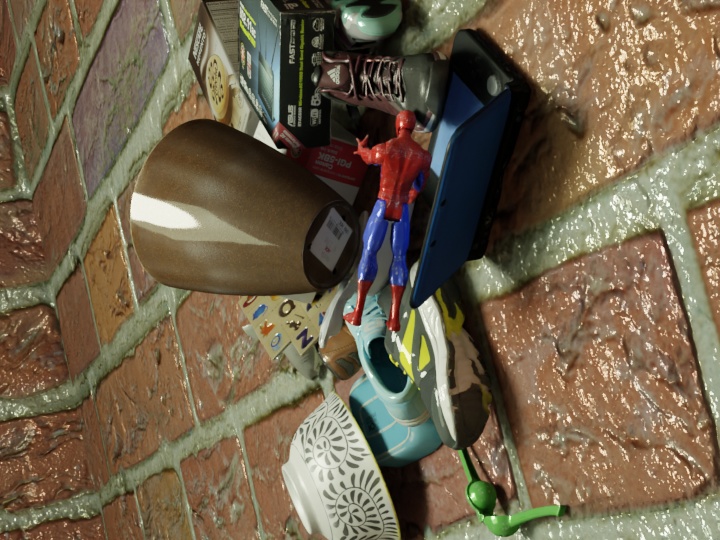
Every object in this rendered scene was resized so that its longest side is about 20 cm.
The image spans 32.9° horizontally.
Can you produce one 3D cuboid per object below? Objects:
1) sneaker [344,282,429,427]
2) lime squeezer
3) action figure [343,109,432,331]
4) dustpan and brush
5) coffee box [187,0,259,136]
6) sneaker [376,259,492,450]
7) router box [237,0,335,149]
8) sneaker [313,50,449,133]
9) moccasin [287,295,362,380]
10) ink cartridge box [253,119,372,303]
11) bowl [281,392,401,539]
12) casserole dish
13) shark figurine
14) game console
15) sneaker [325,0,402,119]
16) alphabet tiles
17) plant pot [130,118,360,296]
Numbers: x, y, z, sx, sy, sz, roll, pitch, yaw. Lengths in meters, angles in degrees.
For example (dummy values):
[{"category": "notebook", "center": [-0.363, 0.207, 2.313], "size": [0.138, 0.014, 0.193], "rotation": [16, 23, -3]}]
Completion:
[{"category": "sneaker", "center": [0.025, 0.068, 1.319], "size": [0.201, 0.074, 0.082], "rotation": [63, 180, 30]}, {"category": "lime squeezer", "center": [0.132, 0.223, 1.224], "size": [0.200, 0.037, 0.071], "rotation": [36, 130, 57]}, {"category": "action figure", "center": [0.023, -0.053, 1.153], "size": [0.099, 0.065, 0.202], "rotation": [-130, 49, -76]}, {"category": "dustpan and brush", "center": [0.000, 0.000, 1.288], "size": [0.140, 0.057, 0.201], "rotation": [129, 157, -57]}, {"category": "coffee box", "center": [-0.154, -0.251, 1.607], "size": [0.201, 0.079, 0.113], "rotation": [65, 152, 29]}, {"category": "sneaker", "center": [0.073, 0.090, 1.239], "size": [0.084, 0.074, 0.202], "rotation": [-28, 61, 36]}, {"category": "router box", "center": [-0.085, -0.240, 1.333], "size": [0.200, 0.062, 0.151], "rotation": [-123, 32, -56]}, {"category": "sneaker", "center": [0.013, -0.178, 1.181], "size": [0.200, 0.114, 0.076], "rotation": [-150, 68, -79]}, {"category": "moccasin", "center": [-0.037, 0.048, 1.469], "size": [0.074, 0.078, 0.202], "rotation": [49, -177, -31]}, {"category": "ink cartridge box", "center": [-0.083, -0.084, 1.438], "size": [0.147, 0.082, 0.201], "rotation": [41, 113, 52]}, {"category": "bowl", "center": [-0.035, 0.257, 1.461], "size": [0.201, 0.094, 0.202], "rotation": [157, 90, -78]}, {"category": "casserole dish", "center": [0.035, 0.163, 1.407], "size": [0.200, 0.038, 0.122], "rotation": [137, 120, -62]}, {"category": "shark figurine", "center": [-0.116, 0.044, 1.588], "size": [0.128, 0.089, 0.216], "rotation": [80, 170, -81]}, {"category": "game console", "center": [0.075, -0.098, 1.137], "size": [0.171, 0.117, 0.201], "rotation": [56, 145, 41]}, {"category": "sneaker", "center": [-0.007, -0.231, 1.321], "size": [0.200, 0.077, 0.141], "rotation": [-132, 38, -64]}, {"category": "alphabet tiles", "center": [-0.071, 0.014, 1.475], "size": [0.167, 0.006, 0.200], "rotation": [-47, 38, 7]}, {"category": "plant pot", "center": [-0.105, -0.050, 1.271], "size": [0.199, 0.186, 0.189], "rotation": [16, 116, 35]}]
